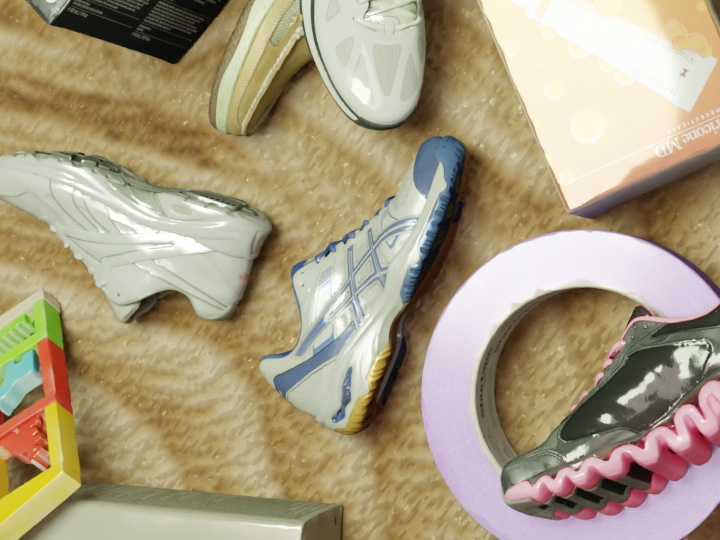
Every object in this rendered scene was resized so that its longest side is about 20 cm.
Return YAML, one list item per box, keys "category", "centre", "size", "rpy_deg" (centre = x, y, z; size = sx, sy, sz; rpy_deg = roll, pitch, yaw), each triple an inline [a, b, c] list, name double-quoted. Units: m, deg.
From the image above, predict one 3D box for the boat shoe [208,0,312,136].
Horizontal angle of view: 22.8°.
- category: "boat shoe"
  centre: [-0.027, -0.169, 1.135]
  size: [0.076, 0.072, 0.201]
  rpy_deg: [27, 97, 2]

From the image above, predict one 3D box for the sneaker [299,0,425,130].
- category: "sneaker"
  centre: [0.009, -0.185, 1.056]
  size: [0.075, 0.115, 0.202]
  rpy_deg: [-8, 93, -14]

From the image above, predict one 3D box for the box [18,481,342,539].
- category: "box"
  centre: [-0.119, 0.185, 1.146]
  size: [0.199, 0.095, 0.078]
  rpy_deg: [3, 91, 17]

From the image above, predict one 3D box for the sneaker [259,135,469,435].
- category: "sneaker"
  centre: [0.000, 0.000, 1.122]
  size: [0.088, 0.075, 0.201]
  rpy_deg: [26, 96, 14]

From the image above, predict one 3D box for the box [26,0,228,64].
- category: "box"
  centre: [-0.128, -0.213, 1.091]
  size: [0.141, 0.200, 0.079]
  rpy_deg: [-45, 79, 10]

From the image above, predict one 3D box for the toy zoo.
- category: "toy zoo"
  centre: [-0.242, 0.116, 1.153]
  size: [0.131, 0.020, 0.201]
  rpy_deg: [-33, 42, 13]

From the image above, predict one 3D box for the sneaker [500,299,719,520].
- category: "sneaker"
  centre: [0.163, 0.072, 1.022]
  size: [0.199, 0.079, 0.096]
  rpy_deg: [-29, 61, 13]

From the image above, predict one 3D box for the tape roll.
- category: "tape roll"
  centre: [0.140, 0.076, 1.089]
  size: [0.199, 0.066, 0.201]
  rpy_deg: [0, 89, 15]

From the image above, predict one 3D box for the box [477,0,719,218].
- category: "box"
  centre: [0.147, -0.147, 1.069]
  size: [0.124, 0.097, 0.201]
  rpy_deg: [-24, 84, 14]

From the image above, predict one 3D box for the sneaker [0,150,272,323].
- category: "sneaker"
  centre: [-0.162, -0.018, 1.167]
  size: [0.199, 0.078, 0.100]
  rpy_deg: [18, 98, 15]
